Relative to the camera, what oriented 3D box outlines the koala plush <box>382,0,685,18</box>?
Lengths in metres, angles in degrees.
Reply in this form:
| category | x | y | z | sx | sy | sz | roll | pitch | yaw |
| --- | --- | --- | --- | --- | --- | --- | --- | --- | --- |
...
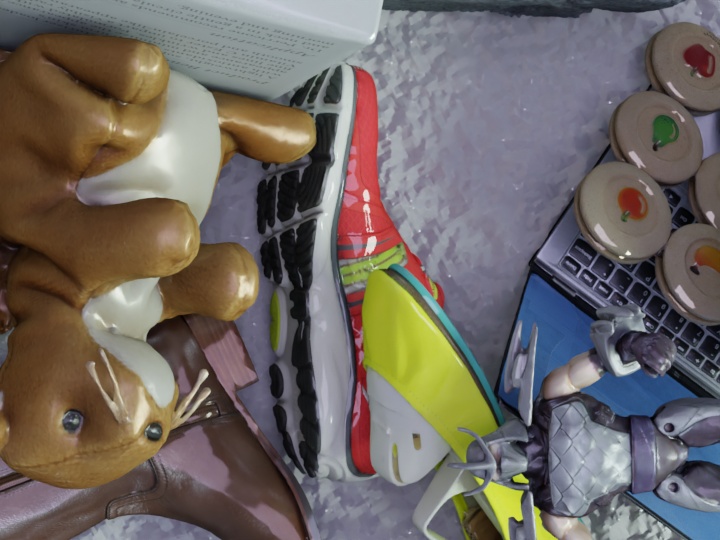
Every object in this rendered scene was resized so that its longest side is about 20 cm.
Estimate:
| category | x | y | z | sx | sy | sz | roll | pitch | yaw |
| --- | --- | --- | --- | --- | --- | --- | --- | --- | --- |
| koala plush | 0.080 | -0.227 | 0.893 | 0.182 | 0.177 | 0.202 | 2 | 89 | -19 |

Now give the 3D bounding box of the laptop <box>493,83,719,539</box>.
| category | x | y | z | sx | sy | sz | roll | pitch | yaw |
| --- | --- | --- | --- | --- | --- | --- | --- | --- | --- |
| laptop | 0.181 | 0.029 | 0.923 | 0.187 | 0.116 | 0.201 | 36 | 85 | -7 |

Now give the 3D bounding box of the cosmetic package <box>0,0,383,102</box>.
| category | x | y | z | sx | sy | sz | roll | pitch | yaw |
| --- | --- | --- | --- | --- | --- | --- | --- | --- | --- |
| cosmetic package | -0.081 | -0.178 | 0.829 | 0.163 | 0.200 | 0.167 | 14 | 83 | -18 |

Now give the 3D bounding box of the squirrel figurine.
| category | x | y | z | sx | sy | sz | roll | pitch | yaw |
| --- | --- | --- | --- | --- | --- | --- | --- | --- | --- |
| squirrel figurine | -0.140 | -0.002 | 0.859 | 0.198 | 0.141 | 0.189 | 8 | 85 | 25 |

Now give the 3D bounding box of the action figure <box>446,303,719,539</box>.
| category | x | y | z | sx | sy | sz | roll | pitch | yaw |
| --- | --- | --- | --- | --- | --- | --- | --- | --- | --- |
| action figure | 0.136 | 0.078 | 0.824 | 0.198 | 0.069 | 0.132 | -1 | 103 | -2 |

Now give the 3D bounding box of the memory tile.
| category | x | y | z | sx | sy | sz | roll | pitch | yaw |
| --- | --- | --- | --- | --- | --- | --- | --- | --- | --- |
| memory tile | 0.204 | -0.021 | 0.942 | 0.199 | 0.017 | 0.154 | 36 | 57 | -7 |

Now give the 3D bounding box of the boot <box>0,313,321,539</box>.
| category | x | y | z | sx | sy | sz | roll | pitch | yaw |
| --- | --- | --- | --- | --- | --- | --- | --- | --- | --- |
| boot | -0.126 | 0.127 | 0.906 | 0.198 | 0.064 | 0.188 | -23 | 80 | -10 |

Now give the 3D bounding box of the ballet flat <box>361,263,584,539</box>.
| category | x | y | z | sx | sy | sz | roll | pitch | yaw |
| --- | --- | --- | --- | --- | --- | --- | --- | --- | --- |
| ballet flat | 0.042 | 0.086 | 0.895 | 0.067 | 0.067 | 0.201 | -42 | 126 | -10 |

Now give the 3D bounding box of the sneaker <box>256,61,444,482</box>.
| category | x | y | z | sx | sy | sz | roll | pitch | yaw |
| --- | --- | --- | --- | --- | --- | --- | --- | --- | --- |
| sneaker | 0.000 | 0.000 | 0.931 | 0.084 | 0.077 | 0.202 | -2 | 95 | -26 |
